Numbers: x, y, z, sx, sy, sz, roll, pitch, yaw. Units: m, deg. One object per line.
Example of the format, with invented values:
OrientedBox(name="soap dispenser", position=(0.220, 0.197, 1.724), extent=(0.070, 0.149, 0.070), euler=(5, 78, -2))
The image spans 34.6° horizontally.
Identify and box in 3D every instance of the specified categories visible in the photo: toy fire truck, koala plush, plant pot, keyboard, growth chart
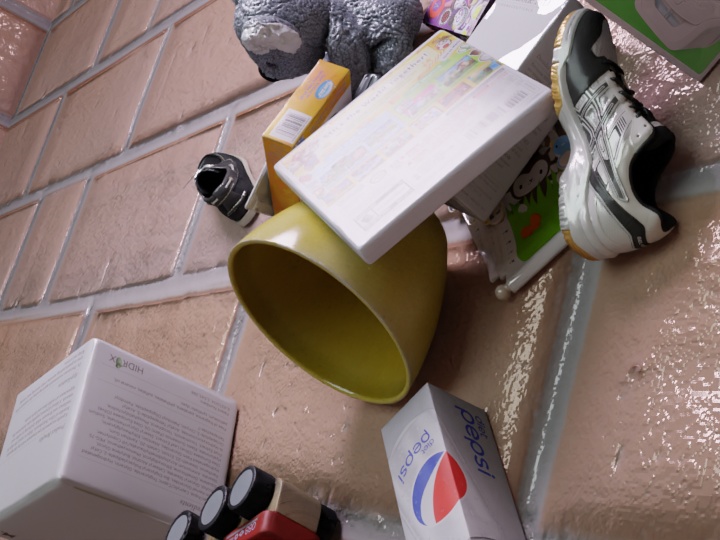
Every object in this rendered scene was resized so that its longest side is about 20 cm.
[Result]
OrientedBox(name="toy fire truck", position=(-0.104, 0.309, 1.037), extent=(0.176, 0.128, 0.201), euler=(-38, 28, 38))
OrientedBox(name="koala plush", position=(-0.052, -0.261, 1.277), extent=(0.184, 0.199, 0.178), euler=(-56, 28, 32))
OrientedBox(name="plant pot", position=(0.000, 0.000, 1.050), extent=(0.142, 0.200, 0.199), euler=(-51, 22, -27))
OrientedBox(name="keyboard", position=(-0.072, -0.080, 1.242), extent=(0.011, 0.200, 0.057), euler=(21, 93, 17))
OrientedBox(name="growth chart", position=(0.139, -0.067, 1.025), extent=(0.145, 0.018, 0.201), euler=(-51, 32, 20))

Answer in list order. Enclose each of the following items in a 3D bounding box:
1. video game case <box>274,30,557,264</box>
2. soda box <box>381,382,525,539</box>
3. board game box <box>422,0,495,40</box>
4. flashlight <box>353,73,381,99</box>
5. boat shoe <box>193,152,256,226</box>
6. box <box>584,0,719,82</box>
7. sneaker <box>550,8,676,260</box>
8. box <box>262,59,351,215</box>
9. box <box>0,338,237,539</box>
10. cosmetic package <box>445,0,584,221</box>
OrientedBox(name="video game case", position=(0.040, -0.110, 0.969), extent=(0.200, 0.023, 0.182), euler=(-40, 37, -4))
OrientedBox(name="soda box", position=(0.074, 0.184, 0.877), extent=(0.063, 0.068, 0.201), euler=(-47, 32, 26))
OrientedBox(name="board game box", position=(0.146, -0.338, 1.222), extent=(0.201, 0.032, 0.120), euler=(-61, 25, 5))
OrientedBox(name="flashlight", position=(-0.007, -0.096, 1.177), extent=(0.201, 0.067, 0.068), euler=(-65, 20, 1))
OrientedBox(name="boat shoe", position=(-0.190, -0.123, 1.553), extent=(0.072, 0.067, 0.200), euler=(-60, 28, 9))
OrientedBox(name="box", position=(0.193, -0.263, 0.908), extent=(0.097, 0.199, 0.177), euler=(-53, 32, 19))
OrientedBox(name="sneaker", position=(0.201, -0.110, 0.891), extent=(0.087, 0.075, 0.202), euler=(-12, 76, 38))
OrientedBox(name="box", position=(-0.048, -0.104, 1.205), extent=(0.041, 0.201, 0.119), euler=(20, 57, 20))
OrientedBox(name="box", position=(-0.275, 0.215, 1.284), extent=(0.198, 0.199, 0.173), euler=(-32, 40, 42))
OrientedBox(name="cosmetic package", position=(0.121, -0.151, 1.031), extent=(0.201, 0.074, 0.102), euler=(-56, 34, -3))
